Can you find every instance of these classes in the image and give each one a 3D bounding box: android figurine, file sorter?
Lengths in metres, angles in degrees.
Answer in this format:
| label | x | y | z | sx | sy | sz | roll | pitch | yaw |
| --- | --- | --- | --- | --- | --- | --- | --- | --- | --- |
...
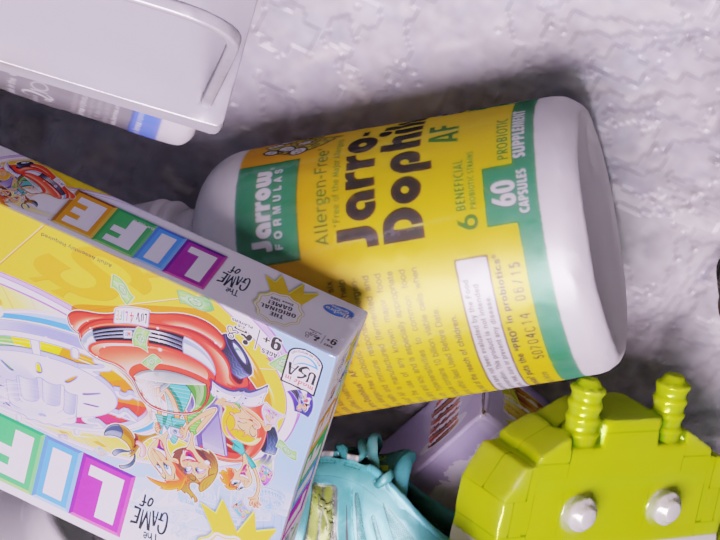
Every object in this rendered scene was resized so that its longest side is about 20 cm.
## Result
| label | x | y | z | sx | sy | sz | roll | pitch | yaw |
| --- | --- | --- | --- | --- | --- | --- | --- | --- | --- |
| android figurine | 0.091 | 0.136 | 0.997 | 0.181 | 0.041 | 0.201 | 2 | 109 | -35 |
| file sorter | -0.081 | -0.169 | 0.783 | 0.138 | 0.125 | 0.201 | 16 | 81 | -6 |

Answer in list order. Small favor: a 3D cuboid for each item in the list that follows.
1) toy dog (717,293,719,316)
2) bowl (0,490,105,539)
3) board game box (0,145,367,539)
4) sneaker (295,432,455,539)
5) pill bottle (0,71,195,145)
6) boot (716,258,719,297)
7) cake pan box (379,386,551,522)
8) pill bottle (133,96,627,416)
| label | x | y | z | sx | sy | sz | roll | pitch | yaw |
| --- | --- | --- | --- | --- | --- | --- | --- | --- | --- |
| toy dog | 0.228 | 0.006 | 0.901 | 0.199 | 0.195 | 0.140 | 22 | 137 | -16 |
| bowl | -0.116 | 0.145 | 1.024 | 0.200 | 0.201 | 0.094 | 28 | 115 | -13 |
| board game box | -0.108 | 0.034 | 0.930 | 0.199 | 0.034 | 0.135 | 24 | 127 | 9 |
| sneaker | -0.012 | 0.101 | 1.017 | 0.199 | 0.078 | 0.080 | 22 | 108 | -10 |
| pill bottle | -0.141 | -0.129 | 0.889 | 0.199 | 0.114 | 0.114 | 18 | 125 | -6 |
| boot | 0.206 | 0.089 | 0.990 | 0.067 | 0.131 | 0.201 | -19 | 121 | 18 |
| cake pan box | 0.059 | 0.156 | 1.104 | 0.184 | 0.052 | 0.200 | 39 | 120 | -17 |
| pill bottle | 0.000 | 0.000 | 0.964 | 0.199 | 0.113 | 0.113 | -9 | 123 | 13 |
